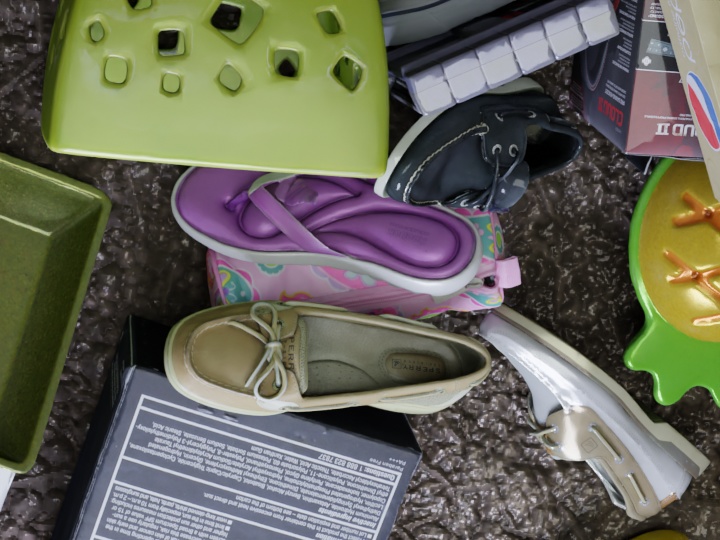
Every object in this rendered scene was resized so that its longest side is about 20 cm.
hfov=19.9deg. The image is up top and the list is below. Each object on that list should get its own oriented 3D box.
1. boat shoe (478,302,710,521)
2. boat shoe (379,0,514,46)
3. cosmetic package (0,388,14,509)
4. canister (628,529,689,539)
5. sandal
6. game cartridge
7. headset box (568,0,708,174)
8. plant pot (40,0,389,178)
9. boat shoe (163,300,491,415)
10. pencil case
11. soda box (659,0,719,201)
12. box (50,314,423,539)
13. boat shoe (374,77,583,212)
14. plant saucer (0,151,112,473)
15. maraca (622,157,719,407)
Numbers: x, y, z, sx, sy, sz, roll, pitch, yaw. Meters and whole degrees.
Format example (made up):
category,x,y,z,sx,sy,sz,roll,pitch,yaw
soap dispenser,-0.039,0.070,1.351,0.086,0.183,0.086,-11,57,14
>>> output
category,x,y,z,sx,sy,sz,roll,pitch,yaw
boat shoe,0.150,0.099,1.398,0.200,0.075,0.068,39,92,-18
boat shoe,0.080,-0.196,1.263,0.200,0.074,0.067,-16,103,37
cosmetic package,-0.317,0.088,1.325,0.199,0.074,0.102,20,102,-16
canister,0.204,0.301,1.462,0.148,0.087,0.200,-23,107,-2
sandal,-0.020,-0.041,1.290,0.202,0.050,0.083,12,61,7
game cartridge,0.080,-0.138,1.251,0.129,0.200,0.038,-27,100,-1
headset box,0.190,-0.163,1.287,0.075,0.149,0.201,3,106,-9
plant pot,-0.086,-0.161,1.226,0.199,0.199,0.182,3,100,-10
boat shoe,-0.020,0.053,1.263,0.200,0.063,0.073,9,74,-20
pencil case,0.000,0.000,1.341,0.199,0.087,0.088,-10,108,-5
soda box,0.218,-0.135,1.186,0.064,0.068,0.201,-21,109,-3
box,-0.092,0.161,1.354,0.199,0.123,0.199,19,102,-12
boat shoe,0.081,-0.069,1.275,0.066,0.199,0.075,40,115,15
plant saucer,-0.277,0.012,1.280,0.199,0.048,0.200,21,63,-14
maraca,0.241,-0.003,1.364,0.137,0.107,0.201,6,106,-8
